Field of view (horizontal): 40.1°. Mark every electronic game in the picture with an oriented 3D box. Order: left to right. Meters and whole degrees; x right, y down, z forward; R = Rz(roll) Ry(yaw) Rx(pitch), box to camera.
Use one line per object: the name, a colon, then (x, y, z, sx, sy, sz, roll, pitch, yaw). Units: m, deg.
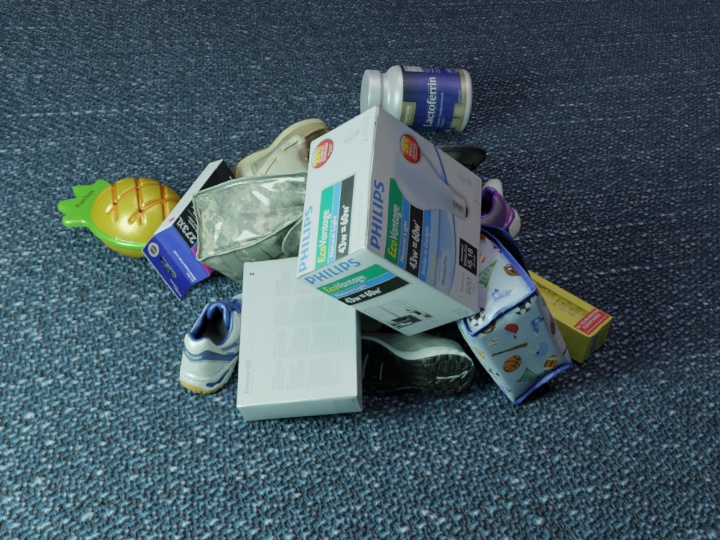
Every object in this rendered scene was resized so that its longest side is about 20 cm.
electronic game: (0.112, -0.185, 1.643, 0.195, 0.043, 0.200, -4, -2, 0)

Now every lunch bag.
lunch bag: (-0.100, -0.057, 1.328, 0.196, 0.164, 0.120, -16, 69, 17)
lunch bag: (0.178, 0.040, 1.306, 0.123, 0.171, 0.201, -32, 40, 1)

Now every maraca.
maraca: (-0.340, -0.082, 1.433, 0.196, 0.109, 0.138, 15, 37, 10)

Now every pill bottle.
pill bottle: (0.103, -0.321, 1.842, 0.195, 0.117, 0.117, 1, 36, -9)

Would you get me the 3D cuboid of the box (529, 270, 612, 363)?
box: (0.258, 0.053, 1.424, 0.198, 0.051, 0.075, 33, 41, 29)

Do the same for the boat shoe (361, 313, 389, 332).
boat shoe: (0.000, 0.000, 1.407, 0.062, 0.073, 0.202, 4, 51, -43)

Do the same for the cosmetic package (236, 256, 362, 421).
cosmetic package: (-0.074, 0.080, 1.229, 0.147, 0.052, 0.203, -4, 59, 6)

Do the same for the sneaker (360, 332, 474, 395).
sneaker: (0.047, 0.115, 1.290, 0.196, 0.075, 0.080, 8, 23, -9)

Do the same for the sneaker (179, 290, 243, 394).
sneaker: (-0.167, 0.071, 1.281, 0.074, 0.090, 0.201, 14, 35, 11)

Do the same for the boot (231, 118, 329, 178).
boot: (-0.082, -0.150, 1.523, 0.153, 0.073, 0.199, 31, 52, 30)

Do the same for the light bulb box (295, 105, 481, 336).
light bulb box: (0.040, -0.056, 1.210, 0.198, 0.124, 0.202, 28, 55, -37)

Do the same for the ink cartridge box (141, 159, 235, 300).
ink cartridge box: (-0.227, -0.061, 1.411, 0.037, 0.095, 0.201, -9, 36, 39)

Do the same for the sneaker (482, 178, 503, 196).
sneaker: (0.186, -0.083, 1.582, 0.086, 0.076, 0.202, 0, 36, 9)

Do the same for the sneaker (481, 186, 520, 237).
sneaker: (0.141, -0.063, 1.480, 0.197, 0.089, 0.081, -27, 47, 1)
